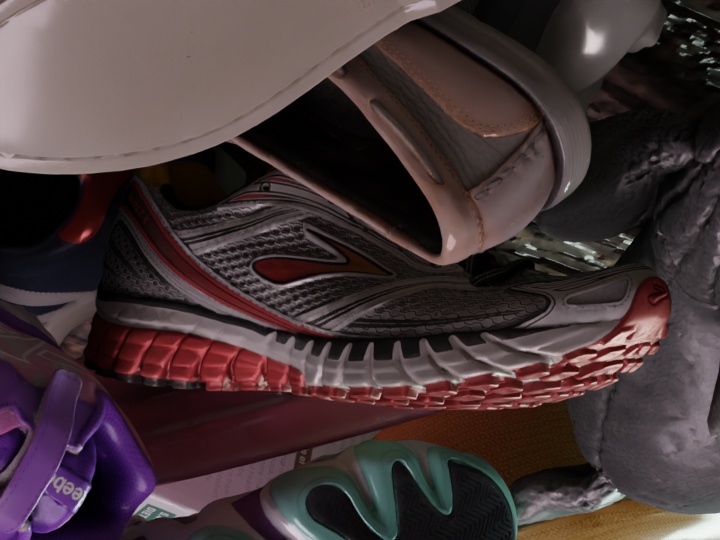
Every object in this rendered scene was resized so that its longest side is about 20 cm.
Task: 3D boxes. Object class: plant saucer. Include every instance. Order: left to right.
[{"bbox_3d":[-0.028,0.037,0.991,0.200,0.051,0.201,-14,180,0],"label":"plant saucer"}]

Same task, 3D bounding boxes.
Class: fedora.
[{"bbox_3d":[0.053,0.095,1.041,0.200,0.082,0.201,-13,161,-4],"label":"fedora"}]

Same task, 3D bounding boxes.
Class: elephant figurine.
[{"bbox_3d":[0.125,-0.011,0.869,0.141,0.156,0.200,11,154,15],"label":"elephant figurine"}]

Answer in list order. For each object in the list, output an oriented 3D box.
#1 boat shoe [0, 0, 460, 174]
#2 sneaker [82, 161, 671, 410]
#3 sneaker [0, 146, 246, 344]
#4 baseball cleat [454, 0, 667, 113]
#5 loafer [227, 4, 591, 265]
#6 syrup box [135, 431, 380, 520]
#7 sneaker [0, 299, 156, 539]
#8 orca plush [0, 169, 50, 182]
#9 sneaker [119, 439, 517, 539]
[{"bbox_3d":[-0.034,-0.090,0.769,0.199,0.063,0.073,-24,130,-4],"label":"boat shoe"},{"bbox_3d":[0.000,0.000,0.835,0.199,0.083,0.078,4,179,29],"label":"sneaker"},{"bbox_3d":[-0.133,-0.013,1.003,0.084,0.075,0.200,35,135,-27],"label":"sneaker"},{"bbox_3d":[0.010,-0.070,0.881,0.106,0.070,0.200,37,137,-17],"label":"baseball cleat"},{"bbox_3d":[-0.027,-0.063,0.813,0.200,0.063,0.072,27,140,28],"label":"loafer"},{"bbox_3d":[-0.017,0.105,1.148,0.199,0.082,0.079,24,147,-21],"label":"syrup box"},{"bbox_3d":[-0.122,0.039,0.802,0.088,0.081,0.200,36,180,29],"label":"sneaker"},{"bbox_3d":[-0.133,-0.049,0.893,0.199,0.105,0.071,1,123,-14],"label":"orca plush"},{"bbox_3d":[-0.057,0.101,0.920,0.199,0.078,0.140,-16,-169,-28],"label":"sneaker"}]
